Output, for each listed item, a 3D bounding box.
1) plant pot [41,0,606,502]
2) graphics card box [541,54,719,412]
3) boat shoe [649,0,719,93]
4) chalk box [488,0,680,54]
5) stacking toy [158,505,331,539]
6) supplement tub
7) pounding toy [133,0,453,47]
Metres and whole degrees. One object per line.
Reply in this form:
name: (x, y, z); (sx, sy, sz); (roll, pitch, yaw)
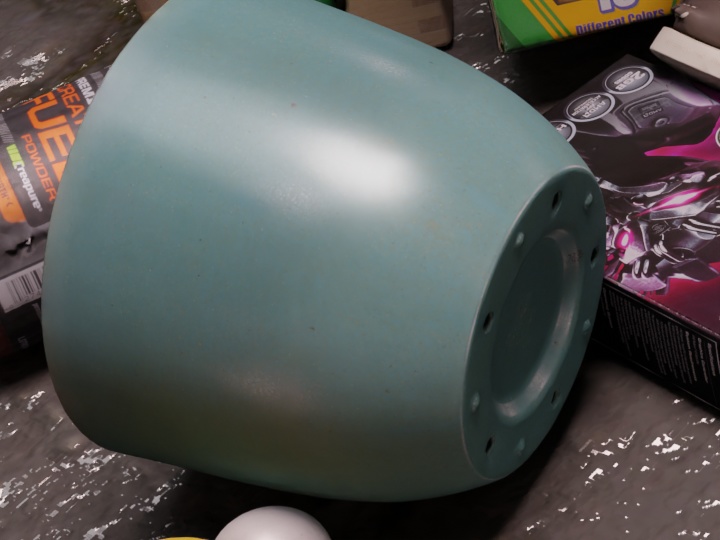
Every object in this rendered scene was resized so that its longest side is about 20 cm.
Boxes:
plant pot: (0.000, 0.000, 0.831); (0.161, 0.201, 0.201); (17, 49, 25)
graphics card box: (0.142, -0.016, 0.900); (0.125, 0.051, 0.200); (-35, 39, -21)
boat shoe: (0.218, -0.081, 0.907); (0.200, 0.072, 0.060); (30, 92, 36)
chalk box: (0.108, -0.225, 1.033); (0.124, 0.200, 0.125); (-10, 17, 11)
stacking toy: (-0.066, 0.145, 0.750); (0.146, 0.146, 0.200); (8, 25, 31)
supplement tub: (-0.109, -0.043, 0.996); (0.200, 0.107, 0.107); (-25, 37, -8)
pounding toy: (-0.030, -0.193, 1.124); (0.184, 0.142, 0.200); (-12, 37, 10)
